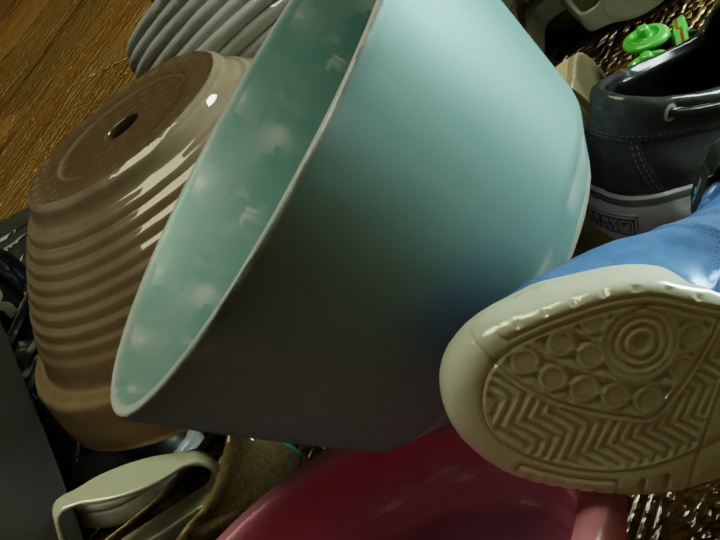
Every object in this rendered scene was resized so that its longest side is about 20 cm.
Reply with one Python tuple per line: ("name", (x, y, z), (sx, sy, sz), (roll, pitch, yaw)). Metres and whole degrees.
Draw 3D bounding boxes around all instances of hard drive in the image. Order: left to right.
("hard drive", (-0.202, 0.040, 0.958), (0.042, 0.201, 0.135), (-28, 15, -31))

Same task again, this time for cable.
("cable", (-0.027, -0.140, 1.004), (0.200, 0.069, 0.200), (-36, 3, 33))

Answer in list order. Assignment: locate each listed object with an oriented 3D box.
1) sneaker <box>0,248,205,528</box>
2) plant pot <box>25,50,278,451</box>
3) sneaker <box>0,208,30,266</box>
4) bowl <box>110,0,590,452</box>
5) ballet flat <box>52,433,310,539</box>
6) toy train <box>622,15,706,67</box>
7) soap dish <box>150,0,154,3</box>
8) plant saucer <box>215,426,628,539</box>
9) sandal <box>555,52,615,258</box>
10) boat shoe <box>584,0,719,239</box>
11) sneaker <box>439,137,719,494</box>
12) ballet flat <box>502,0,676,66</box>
("sneaker", (-0.152, 0.049, 0.984), (0.073, 0.112, 0.200), (-44, 24, -14))
("plant pot", (-0.072, -0.027, 0.878), (0.200, 0.093, 0.201), (-31, 24, 16))
("sneaker", (-0.129, -0.029, 1.172), (0.200, 0.076, 0.091), (-46, 36, -11))
("bowl", (0.005, -0.017, 0.720), (0.201, 0.105, 0.201), (-55, 15, 23))
("ballet flat", (-0.108, 0.125, 0.828), (0.200, 0.072, 0.068), (-37, 25, 2))
("toy train", (0.142, -0.057, 0.859), (0.056, 0.042, 0.200), (-19, 27, 15))
("soap dish", (-0.052, -0.182, 1.175), (0.157, 0.200, 0.082), (-20, 64, 8))
("plant saucer", (0.007, 0.125, 0.692), (0.200, 0.051, 0.201), (-31, 24, 16))
("sandal", (0.072, -0.023, 0.859), (0.070, 0.078, 0.212), (-34, 14, 21))
("boat shoe", (0.153, -0.081, 0.790), (0.200, 0.066, 0.070), (-29, 36, -31))
("sneaker", (0.114, 0.006, 0.677), (0.199, 0.077, 0.111), (-16, 23, -6))
("ballet flat", (0.099, -0.134, 1.031), (0.199, 0.073, 0.073), (-24, 26, 21))
